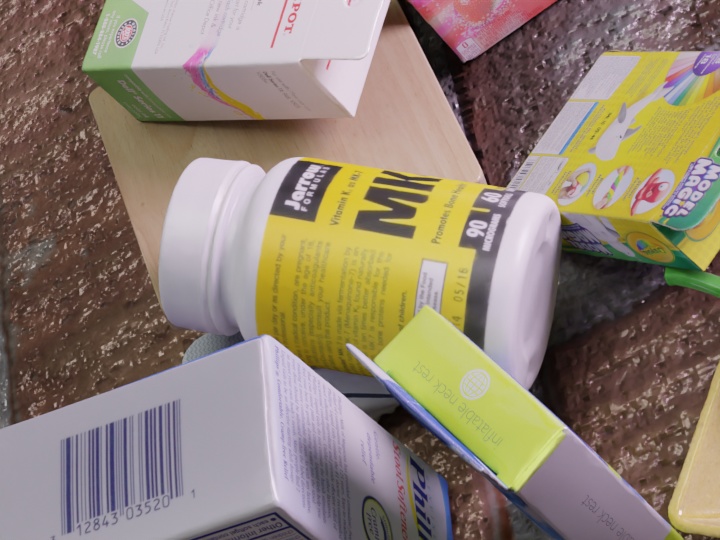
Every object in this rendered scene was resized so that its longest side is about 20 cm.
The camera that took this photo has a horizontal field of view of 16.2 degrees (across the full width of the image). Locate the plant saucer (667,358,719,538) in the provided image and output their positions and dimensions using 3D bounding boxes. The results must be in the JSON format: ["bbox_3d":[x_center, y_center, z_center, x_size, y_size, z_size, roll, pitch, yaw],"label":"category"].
[{"bbox_3d":[0.276,0.061,1.260,0.200,0.048,0.200,6,66,37],"label":"plant saucer"}]

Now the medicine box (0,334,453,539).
[{"bbox_3d":[-0.072,0.143,1.340,0.182,0.200,0.103,-20,54,22],"label":"medicine box"}]

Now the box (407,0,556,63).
[{"bbox_3d":[0.106,-0.234,1.537,0.200,0.095,0.103,-34,48,12],"label":"box"}]

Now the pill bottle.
[{"bbox_3d":[0.000,0.000,1.367,0.200,0.114,0.114,9,65,15],"label":"pill bottle"}]

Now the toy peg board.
[{"bbox_3d":[-0.037,-0.053,1.536,0.199,0.098,0.200,-23,49,0],"label":"toy peg board"}]

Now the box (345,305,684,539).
[{"bbox_3d":[0.087,0.096,1.262,0.048,0.200,0.122,-48,47,-2],"label":"box"}]

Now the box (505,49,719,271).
[{"bbox_3d":[0.164,-0.062,1.365,0.117,0.048,0.200,-54,21,-11],"label":"box"}]

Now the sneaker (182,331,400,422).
[{"bbox_3d":[0.000,0.057,1.442,0.200,0.071,0.073,-7,50,7],"label":"sneaker"}]

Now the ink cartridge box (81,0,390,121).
[{"bbox_3d":[-0.052,-0.151,1.480,0.200,0.067,0.117,2,63,33],"label":"ink cartridge box"}]

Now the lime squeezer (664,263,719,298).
[{"bbox_3d":[0.243,0.008,1.269,0.200,0.038,0.071,-13,24,28],"label":"lime squeezer"}]
